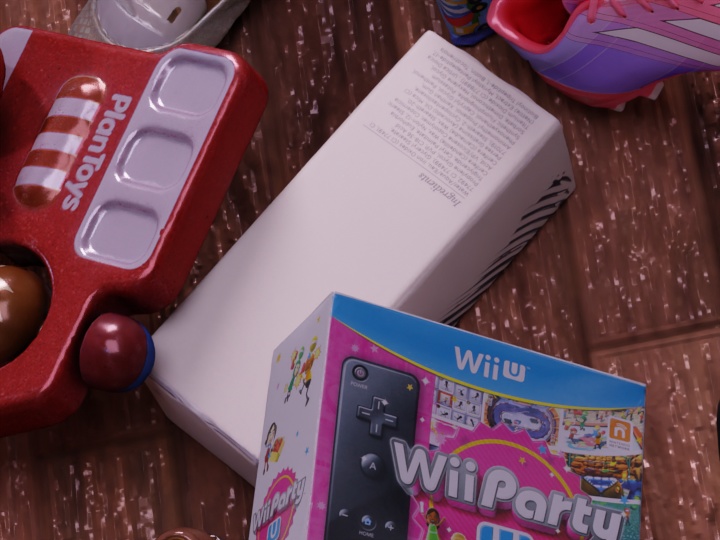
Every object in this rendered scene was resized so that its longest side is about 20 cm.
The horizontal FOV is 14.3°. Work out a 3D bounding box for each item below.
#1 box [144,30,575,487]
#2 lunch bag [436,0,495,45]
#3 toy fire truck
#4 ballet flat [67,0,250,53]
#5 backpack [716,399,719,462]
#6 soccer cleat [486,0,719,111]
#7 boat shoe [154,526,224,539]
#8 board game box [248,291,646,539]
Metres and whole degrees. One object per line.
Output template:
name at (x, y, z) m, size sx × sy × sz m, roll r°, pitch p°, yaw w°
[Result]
box at (0.000, 0.000, 1.246) m, size 0.082 × 0.068 × 0.200 m, roll 38°, pitch 78°, yaw 23°
lunch bag at (0.043, -0.231, 1.295) m, size 0.094 × 0.151 × 0.201 m, roll -20°, pitch 64°, yaw 1°
toy fire truck at (-0.144, -0.015, 1.234) m, size 0.167 × 0.112 × 0.201 m, roll 12°, pitch 69°, yaw 33°
ballet flat at (-0.072, -0.150, 1.330) m, size 0.200 × 0.062 × 0.067 m, roll -45°, pitch 66°, yaw -10°
backpack at (0.255, 0.081, 1.135) m, size 0.199 × 0.154 × 0.164 m, roll -4°, pitch 58°, yaw -5°
soccer cleat at (0.130, -0.118, 1.213) m, size 0.076 × 0.200 × 0.067 m, roll 25°, pitch 68°, yaw -22°
boat shoe at (-0.074, 0.201, 1.170) m, size 0.072 × 0.068 × 0.201 m, roll -4°, pitch 66°, yaw 8°
board game box at (0.032, 0.126, 1.134) m, size 0.147 × 0.064 × 0.201 m, roll 16°, pitch 58°, yaw -19°
